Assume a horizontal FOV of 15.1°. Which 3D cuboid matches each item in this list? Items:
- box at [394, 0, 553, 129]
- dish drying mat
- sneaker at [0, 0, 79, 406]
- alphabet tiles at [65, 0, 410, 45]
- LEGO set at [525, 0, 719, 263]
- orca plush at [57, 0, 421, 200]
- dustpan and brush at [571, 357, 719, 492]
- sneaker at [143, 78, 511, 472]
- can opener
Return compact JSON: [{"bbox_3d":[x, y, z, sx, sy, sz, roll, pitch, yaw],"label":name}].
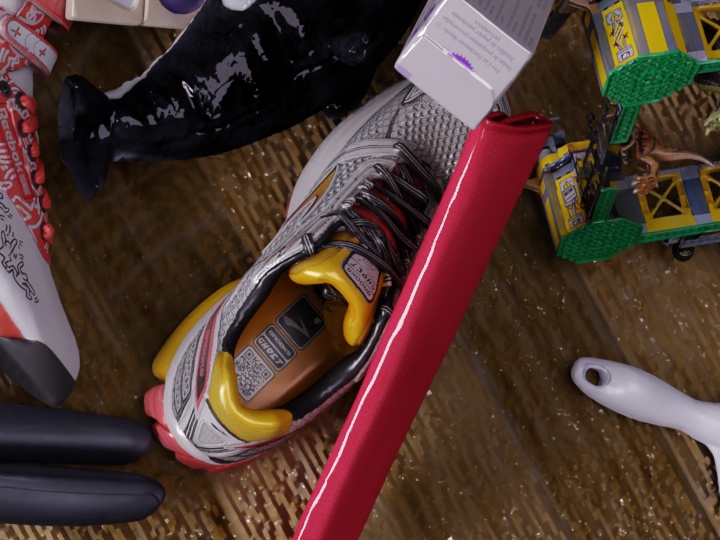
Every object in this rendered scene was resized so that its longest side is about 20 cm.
[{"bbox_3d":[0.054,-0.114,1.063,0.041,0.200,0.039,36,115,-6],"label":"box"},{"bbox_3d":[0.019,0.030,1.055,0.018,0.077,0.201,28,103,12],"label":"dish drying mat"},{"bbox_3d":[-0.140,-0.056,1.044,0.108,0.067,0.202,-37,95,-17],"label":"sneaker"},{"bbox_3d":[-0.040,-0.195,1.081,0.166,0.008,0.201,0,96,-37],"label":"alphabet tiles"},{"bbox_3d":[0.134,-0.098,1.097,0.153,0.200,0.116,-12,64,-2],"label":"LEGO set"},{"bbox_3d":[-0.027,-0.098,1.051,0.199,0.071,0.106,-23,110,-35],"label":"orca plush"},{"bbox_3d":[0.184,0.076,1.164,0.199,0.057,0.140,24,76,-23],"label":"dustpan and brush"},{"bbox_3d":[0.000,0.000,1.082,0.078,0.082,0.200,41,73,-12],"label":"sneaker"},{"bbox_3d":[-0.170,0.073,1.030,0.199,0.079,0.064,-4,60,-26],"label":"can opener"}]
